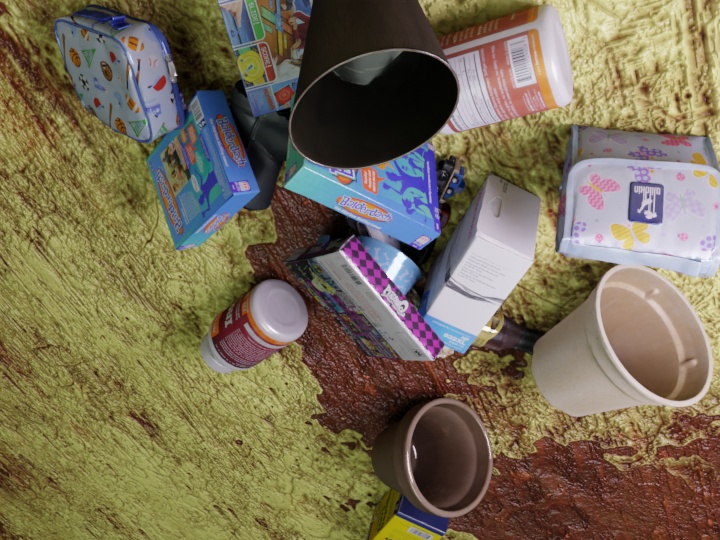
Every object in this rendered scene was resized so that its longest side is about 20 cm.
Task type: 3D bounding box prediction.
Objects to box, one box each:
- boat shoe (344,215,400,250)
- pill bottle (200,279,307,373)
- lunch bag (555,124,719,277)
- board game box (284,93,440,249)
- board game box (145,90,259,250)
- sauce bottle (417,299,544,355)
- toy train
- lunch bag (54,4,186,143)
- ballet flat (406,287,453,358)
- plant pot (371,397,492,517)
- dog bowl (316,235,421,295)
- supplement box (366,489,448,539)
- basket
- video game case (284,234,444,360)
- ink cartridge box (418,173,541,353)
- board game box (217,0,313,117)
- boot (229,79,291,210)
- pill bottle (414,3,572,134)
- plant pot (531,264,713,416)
[{"bbox_3d":[0.008,-0.081,0.974,0.066,0.070,0.200,8,148,22],"label":"boat shoe"},{"bbox_3d":[-0.192,0.105,1.180,0.113,0.113,0.200,42,130,-17],"label":"pill bottle"},{"bbox_3d":[0.316,-0.078,0.780,0.169,0.200,0.127,9,132,13],"label":"lunch bag"},{"bbox_3d":[0.006,-0.130,0.835,0.200,0.152,0.045,22,140,-29],"label":"board game box"},{"bbox_3d":[-0.228,-0.135,0.958,0.200,0.045,0.152,-29,78,48],"label":"board game box"},{"bbox_3d":[0.189,0.086,1.052,0.200,0.066,0.066,15,134,-11],"label":"sauce bottle"},{"bbox_3d":[0.105,-0.078,0.969,0.046,0.034,0.200,19,133,-1],"label":"toy train"},{"bbox_3d":[-0.314,-0.264,0.894,0.200,0.076,0.160,26,137,33],"label":"lunch bag"},{"bbox_3d":[0.084,0.087,1.099,0.076,0.064,0.200,-23,119,33],"label":"ballet flat"},{"bbox_3d":[0.113,0.341,1.241,0.200,0.200,0.175,41,148,-16],"label":"plant pot"},{"bbox_3d":[0.000,0.000,1.003,0.111,0.050,0.200,41,159,-32],"label":"dog bowl"},{"bbox_3d":[0.101,0.525,1.437,0.109,0.109,0.200,25,133,-3],"label":"supplement box"},{"bbox_3d":[0.006,-0.232,0.724,0.180,0.200,0.136,-24,139,25],"label":"basket"},{"bbox_3d":[0.001,0.044,0.947,0.200,0.036,0.181,49,155,-15],"label":"video game case"},{"bbox_3d":[0.159,-0.008,0.934,0.084,0.145,0.200,25,133,-2],"label":"ink cartridge box"},{"bbox_3d":[-0.093,-0.297,0.813,0.135,0.034,0.200,-16,127,-4],"label":"board game box"},{"bbox_3d":[-0.111,-0.151,0.954,0.200,0.076,0.168,29,130,4],"label":"boot"},{"bbox_3d":[0.133,-0.222,0.784,0.200,0.112,0.112,-9,125,27],"label":"pill bottle"},{"bbox_3d":[0.348,0.120,0.961,0.200,0.201,0.183,33,143,-9],"label":"plant pot"}]
